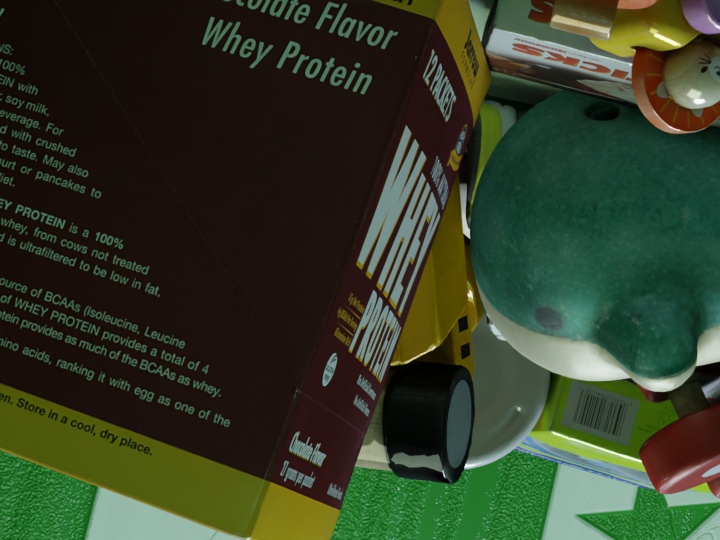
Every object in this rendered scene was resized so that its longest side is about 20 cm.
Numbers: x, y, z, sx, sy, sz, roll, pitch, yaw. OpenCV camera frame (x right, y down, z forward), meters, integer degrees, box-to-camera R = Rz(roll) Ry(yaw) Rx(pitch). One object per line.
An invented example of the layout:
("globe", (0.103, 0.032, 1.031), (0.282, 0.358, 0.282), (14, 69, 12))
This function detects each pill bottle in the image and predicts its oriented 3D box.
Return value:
("pill bottle", (0.042, 0.063, 1.093), (0.111, 0.112, 0.200), (14, 175, -7))

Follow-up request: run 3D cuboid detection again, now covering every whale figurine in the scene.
("whale figurine", (0.139, -0.021, 0.718), (0.199, 0.159, 0.104), (7, 132, 28))

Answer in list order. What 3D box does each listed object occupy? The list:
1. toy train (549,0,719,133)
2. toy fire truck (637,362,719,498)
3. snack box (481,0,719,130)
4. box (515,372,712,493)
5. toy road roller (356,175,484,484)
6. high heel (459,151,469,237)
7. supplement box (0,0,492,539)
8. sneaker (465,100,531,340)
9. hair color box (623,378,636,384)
("toy train", (0.132, -0.069, 0.554), (0.199, 0.056, 0.150), (14, 174, 0))
("toy fire truck", (0.210, 0.025, 0.865), (0.167, 0.113, 0.200), (-32, 159, 23))
("snack box", (0.145, -0.069, 0.667), (0.199, 0.024, 0.072), (14, 174, 0))
("box", (0.152, 0.100, 1.103), (0.121, 0.048, 0.200), (18, 172, -6))
("toy road roller", (0.000, 0.000, 0.875), (0.122, 0.201, 0.146), (3, -152, 20))
("high heel", (0.044, -0.056, 0.989), (0.199, 0.096, 0.068), (-5, 137, -7))
("supplement box", (-0.079, -0.025, 0.646), (0.196, 0.201, 0.133), (18, 172, 13))
("sneaker", (0.101, -0.016, 0.881), (0.084, 0.075, 0.200), (0, 158, 12))
("hair color box", (0.155, 0.021, 1.109), (0.099, 0.061, 0.200), (-24, -168, -25))
